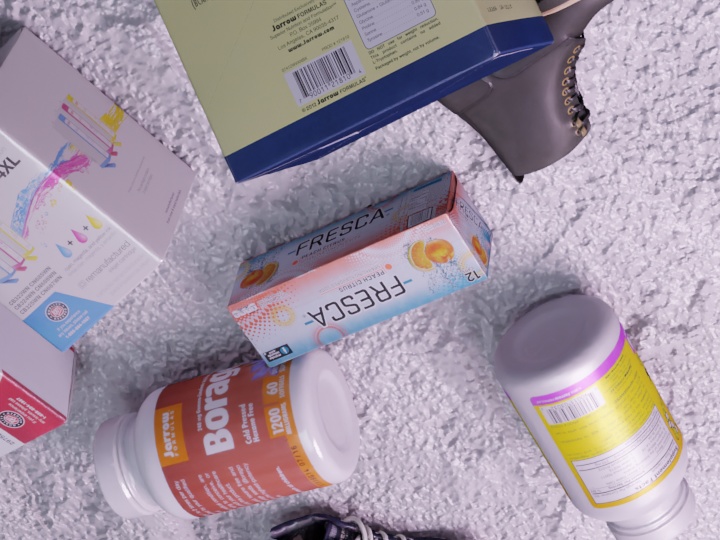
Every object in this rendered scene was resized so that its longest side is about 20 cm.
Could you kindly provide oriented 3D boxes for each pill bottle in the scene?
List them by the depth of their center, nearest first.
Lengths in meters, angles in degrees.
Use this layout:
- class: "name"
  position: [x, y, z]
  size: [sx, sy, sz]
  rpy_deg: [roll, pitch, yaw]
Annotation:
- class: "pill bottle"
  position: [0.190, 0.123, 1.414]
  size: [0.104, 0.104, 0.200]
  rpy_deg: [-21, 119, 21]
- class: "pill bottle"
  position: [-0.110, 0.138, 1.465]
  size: [0.199, 0.112, 0.112]
  rpy_deg: [-17, 120, 18]

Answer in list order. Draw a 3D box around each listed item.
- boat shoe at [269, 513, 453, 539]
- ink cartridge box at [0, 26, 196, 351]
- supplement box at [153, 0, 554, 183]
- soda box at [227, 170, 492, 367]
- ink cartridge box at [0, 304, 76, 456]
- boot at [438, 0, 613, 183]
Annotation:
- class: "boat shoe"
  position: [0.013, 0.249, 1.544]
  size: [0.199, 0.075, 0.093]
  rpy_deg: [-13, 129, 18]
- class: "ink cartridge box"
  position: [-0.246, -0.067, 1.338]
  size: [0.200, 0.125, 0.128]
  rpy_deg: [40, 121, -18]
- class: "supplement box"
  position: [-0.017, -0.192, 1.167]
  size: [0.199, 0.134, 0.201]
  rpy_deg: [-24, 90, 23]
- class: "soda box"
  position: [0.000, 0.000, 1.384]
  size: [0.199, 0.064, 0.069]
  rpy_deg: [-22, 118, 23]
- class: "ink cartridge box"
  position: [-0.355, 0.098, 1.476]
  size: [0.199, 0.083, 0.146]
  rpy_deg: [-28, 131, 25]
- class: "boot"
  position: [0.146, -0.151, 1.261]
  size: [0.200, 0.078, 0.138]
  rpy_deg: [-24, 123, 36]
